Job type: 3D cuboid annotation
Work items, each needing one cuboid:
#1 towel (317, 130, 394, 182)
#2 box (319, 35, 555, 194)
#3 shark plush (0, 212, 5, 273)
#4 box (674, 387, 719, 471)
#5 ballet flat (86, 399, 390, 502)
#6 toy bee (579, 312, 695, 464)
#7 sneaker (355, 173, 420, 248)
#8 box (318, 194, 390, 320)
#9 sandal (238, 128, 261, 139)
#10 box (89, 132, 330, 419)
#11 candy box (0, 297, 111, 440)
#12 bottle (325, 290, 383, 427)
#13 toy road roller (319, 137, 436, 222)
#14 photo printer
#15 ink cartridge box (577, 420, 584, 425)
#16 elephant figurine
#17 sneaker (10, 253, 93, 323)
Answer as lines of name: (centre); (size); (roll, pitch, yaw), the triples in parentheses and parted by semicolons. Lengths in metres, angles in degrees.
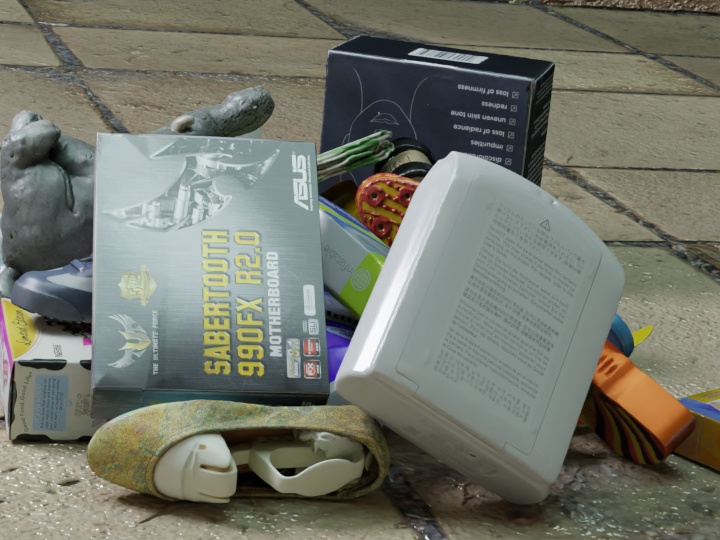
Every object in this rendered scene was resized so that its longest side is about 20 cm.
towel: (-0.079, -0.064, 1.604); (0.152, 0.024, 0.199); (-17, 7, 40)
box: (0.067, -0.104, 1.802); (0.198, 0.199, 0.124); (10, 15, 13)
shark plush: (-0.297, 0.008, 1.597); (0.082, 0.091, 0.201); (-12, 37, 5)
box: (0.329, 0.131, 1.381); (0.118, 0.042, 0.199); (-9, 20, -42)
ballet flat: (-0.072, 0.120, 1.232); (0.198, 0.071, 0.071); (0, 17, -21)
toy bee: (0.156, 0.064, 1.408); (0.130, 0.201, 0.109); (-17, -21, -18)
sneaker: (0.082, -0.021, 1.559); (0.199, 0.073, 0.077); (26, 11, -14)
box: (0.000, 0.000, 1.438); (0.200, 0.048, 0.122); (42, 7, 37)
sandal: (-0.140, -0.084, 1.682); (0.079, 0.207, 0.059); (-31, 75, -34)
box: (-0.104, 0.004, 1.314); (0.157, 0.048, 0.202); (3, 59, -10)
candy box: (-0.155, 0.069, 1.373); (0.198, 0.062, 0.136); (1, 17, -15)
bottle: (-0.018, 0.069, 1.407); (0.083, 0.066, 0.200); (18, 14, -12)
toy road roller: (0.019, -0.006, 1.647); (0.199, 0.147, 0.123); (-32, 17, 5)
photo printer: (0.086, 0.030, 1.291); (0.166, 0.201, 0.069); (32, -29, -17)
ink cartridge box: (0.108, 0.068, 1.499); (0.159, 0.048, 0.200); (-4, 17, -30)
elephant figurine: (-0.168, -0.057, 1.462); (0.198, 0.157, 0.142); (2, 13, -1)
sneaker: (-0.153, -0.008, 1.378); (0.198, 0.083, 0.070); (-3, 16, -29)
